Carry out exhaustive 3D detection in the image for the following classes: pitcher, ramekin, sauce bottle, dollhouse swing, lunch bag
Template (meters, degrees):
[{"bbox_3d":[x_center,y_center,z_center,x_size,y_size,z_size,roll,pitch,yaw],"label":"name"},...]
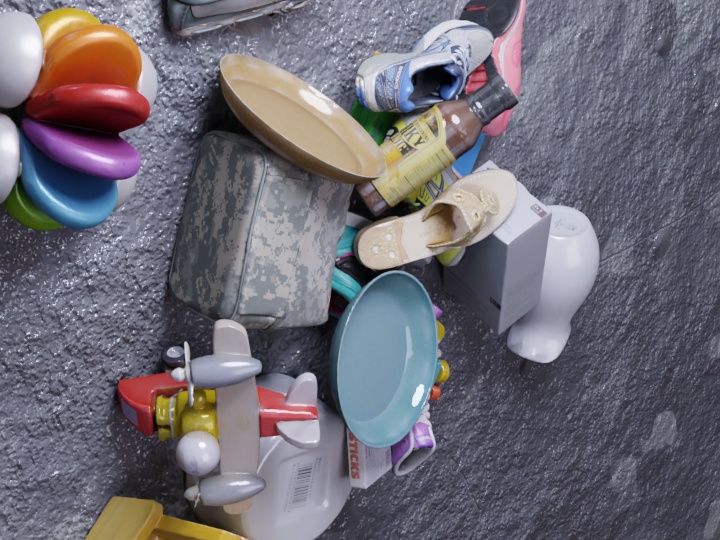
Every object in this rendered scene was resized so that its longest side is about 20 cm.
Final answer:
[{"bbox_3d":[0.272,0.002,1.735,0.172,0.121,0.201,-49,150,-47],"label":"pitcher"},{"bbox_3d":[-0.096,0.231,1.455,0.200,0.098,0.201,-20,121,-39],"label":"ramekin"},{"bbox_3d":[0.080,-0.141,1.358,0.200,0.065,0.065,-36,136,6],"label":"sauce bottle"},{"bbox_3d":[-0.184,0.355,1.362,0.182,0.175,0.200,-58,139,-10],"label":"dollhouse swing"},{"bbox_3d":[-0.089,-0.036,1.309,0.167,0.139,0.201,5,102,-40],"label":"lunch bag"}]

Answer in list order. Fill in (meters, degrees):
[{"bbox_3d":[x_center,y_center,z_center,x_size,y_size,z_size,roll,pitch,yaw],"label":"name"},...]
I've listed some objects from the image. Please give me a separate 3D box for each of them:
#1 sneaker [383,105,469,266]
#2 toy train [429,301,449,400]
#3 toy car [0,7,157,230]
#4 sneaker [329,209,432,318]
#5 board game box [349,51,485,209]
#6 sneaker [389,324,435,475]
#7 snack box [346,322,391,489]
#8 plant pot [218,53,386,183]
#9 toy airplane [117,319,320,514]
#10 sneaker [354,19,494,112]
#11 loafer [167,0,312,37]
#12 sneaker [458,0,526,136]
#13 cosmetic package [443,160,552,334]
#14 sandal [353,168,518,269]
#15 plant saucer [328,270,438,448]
[{"bbox_3d":[0.073,-0.092,1.452,0.076,0.075,0.201,-29,116,-25],"label":"sneaker"},{"bbox_3d":[0.037,0.106,1.575,0.150,0.056,0.200,-29,133,-16],"label":"toy train"},{"bbox_3d":[-0.250,-0.125,1.097,0.175,0.150,0.201,5,103,-47],"label":"toy car"},{"bbox_3d":[0.000,0.000,1.460,0.200,0.083,0.121,20,90,-44],"label":"sneaker"},{"bbox_3d":[0.063,-0.153,1.491,0.200,0.040,0.154,19,94,-48],"label":"board game box"},{"bbox_3d":[0.068,0.155,1.514,0.072,0.114,0.201,0,118,-34],"label":"sneaker"},{"bbox_3d":[0.008,0.148,1.456,0.072,0.024,0.201,-24,115,-59],"label":"snack box"},{"bbox_3d":[-0.062,-0.148,1.262,0.200,0.200,0.028,13,122,-48],"label":"plant pot"},{"bbox_3d":[-0.136,0.159,1.281,0.200,0.199,0.141,48,35,-16],"label":"toy airplane"},{"bbox_3d":[0.091,-0.219,1.395,0.200,0.085,0.077,-33,128,-33],"label":"sneaker"},{"bbox_3d":[-0.107,-0.281,1.251,0.199,0.072,0.063,-18,140,-32],"label":"loafer"},{"bbox_3d":[0.162,-0.256,1.514,0.087,0.073,0.201,38,61,-57],"label":"sneaker"},{"bbox_3d":[0.167,-0.026,1.554,0.081,0.113,0.200,-36,149,-20],"label":"cosmetic package"},{"bbox_3d":[0.099,-0.049,1.394,0.211,0.070,0.078,-22,108,-14],"label":"sandal"},{"bbox_3d":[0.020,0.098,1.409,0.200,0.036,0.201,-12,105,-54],"label":"plant saucer"}]
